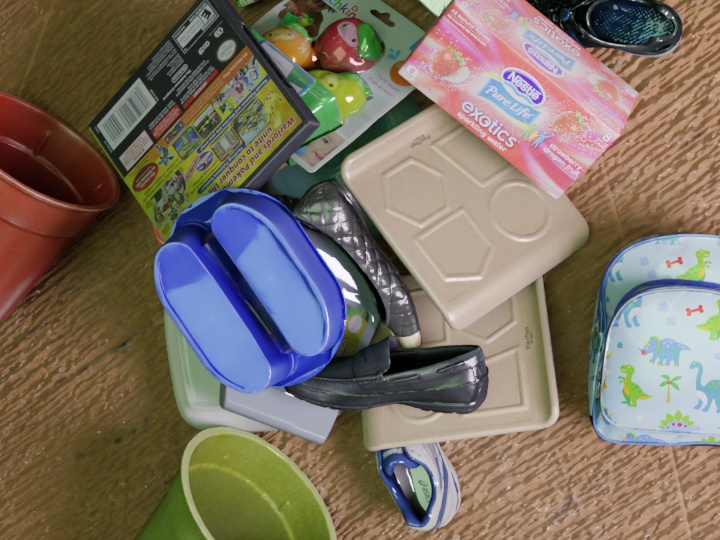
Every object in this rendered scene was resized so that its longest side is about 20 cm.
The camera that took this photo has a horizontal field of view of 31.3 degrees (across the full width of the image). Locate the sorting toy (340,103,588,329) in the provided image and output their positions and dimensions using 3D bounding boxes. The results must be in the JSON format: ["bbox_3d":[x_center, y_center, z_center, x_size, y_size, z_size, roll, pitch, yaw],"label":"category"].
[{"bbox_3d":[0.103,-0.065,1.275,0.185,0.036,0.200,-33,84,-21],"label":"sorting toy"}]

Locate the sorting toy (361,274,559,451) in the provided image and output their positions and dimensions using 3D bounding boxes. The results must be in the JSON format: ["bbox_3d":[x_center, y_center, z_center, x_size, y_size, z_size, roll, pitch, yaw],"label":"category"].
[{"bbox_3d":[0.095,0.084,1.298,0.200,0.036,0.185,-11,62,15],"label":"sorting toy"}]

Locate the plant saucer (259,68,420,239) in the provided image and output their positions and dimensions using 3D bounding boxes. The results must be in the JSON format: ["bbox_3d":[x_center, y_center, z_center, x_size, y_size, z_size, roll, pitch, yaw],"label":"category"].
[{"bbox_3d":[-0.028,-0.123,1.355,0.200,0.036,0.200,1,93,15],"label":"plant saucer"}]

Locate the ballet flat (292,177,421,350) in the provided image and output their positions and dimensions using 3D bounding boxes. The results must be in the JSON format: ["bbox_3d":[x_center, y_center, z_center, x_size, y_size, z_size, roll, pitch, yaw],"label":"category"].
[{"bbox_3d":[0.000,0.000,1.236,0.057,0.066,0.200,-37,114,-10],"label":"ballet flat"}]

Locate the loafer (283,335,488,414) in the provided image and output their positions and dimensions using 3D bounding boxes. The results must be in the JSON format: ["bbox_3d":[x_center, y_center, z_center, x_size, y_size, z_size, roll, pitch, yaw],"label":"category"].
[{"bbox_3d":[0.024,0.095,1.240,0.200,0.068,0.070,1,113,11],"label":"loafer"}]

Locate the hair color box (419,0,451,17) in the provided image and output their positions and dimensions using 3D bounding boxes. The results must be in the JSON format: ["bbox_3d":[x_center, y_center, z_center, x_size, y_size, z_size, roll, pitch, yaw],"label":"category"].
[{"bbox_3d":[0.056,-0.353,1.309,0.200,0.065,0.109,44,102,9],"label":"hair color box"}]

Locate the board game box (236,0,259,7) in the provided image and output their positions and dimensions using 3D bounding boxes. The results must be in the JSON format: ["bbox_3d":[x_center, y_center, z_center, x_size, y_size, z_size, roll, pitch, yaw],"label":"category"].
[{"bbox_3d":[-0.068,-0.351,1.317,0.200,0.023,0.105,-15,98,38],"label":"board game box"}]

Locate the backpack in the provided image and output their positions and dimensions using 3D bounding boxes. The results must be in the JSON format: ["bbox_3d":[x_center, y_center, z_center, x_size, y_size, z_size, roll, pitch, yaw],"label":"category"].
[{"bbox_3d":[0.306,0.064,1.211,0.183,0.147,0.200,1,90,13],"label":"backpack"}]

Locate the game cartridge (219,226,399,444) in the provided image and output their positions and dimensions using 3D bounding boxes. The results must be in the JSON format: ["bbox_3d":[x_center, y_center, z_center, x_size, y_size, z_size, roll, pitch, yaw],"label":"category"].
[{"bbox_3d":[-0.059,0.063,1.290,0.133,0.040,0.200,22,94,-14],"label":"game cartridge"}]

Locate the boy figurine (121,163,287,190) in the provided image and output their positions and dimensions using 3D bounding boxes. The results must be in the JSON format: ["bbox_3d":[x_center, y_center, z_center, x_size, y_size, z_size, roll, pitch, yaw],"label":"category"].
[{"bbox_3d":[-0.163,-0.129,1.354,0.200,0.064,0.125,-3,99,28],"label":"boy figurine"}]

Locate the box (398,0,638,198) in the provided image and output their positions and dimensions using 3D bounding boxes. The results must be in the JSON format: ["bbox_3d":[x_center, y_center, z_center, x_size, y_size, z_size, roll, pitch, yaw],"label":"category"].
[{"bbox_3d":[0.152,-0.180,1.230,0.200,0.095,0.103,39,129,-5],"label":"box"}]

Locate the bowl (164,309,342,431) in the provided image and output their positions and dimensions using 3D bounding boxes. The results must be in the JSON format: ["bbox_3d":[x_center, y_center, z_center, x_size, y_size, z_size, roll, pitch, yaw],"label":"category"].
[{"bbox_3d":[-0.120,0.077,1.369,0.199,0.075,0.200,-6,91,16],"label":"bowl"}]

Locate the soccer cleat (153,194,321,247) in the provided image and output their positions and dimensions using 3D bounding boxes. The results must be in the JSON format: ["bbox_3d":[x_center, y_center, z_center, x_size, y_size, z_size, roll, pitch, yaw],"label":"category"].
[{"bbox_3d":[-0.115,-0.037,1.333,0.200,0.068,0.073,8,138,-3],"label":"soccer cleat"}]

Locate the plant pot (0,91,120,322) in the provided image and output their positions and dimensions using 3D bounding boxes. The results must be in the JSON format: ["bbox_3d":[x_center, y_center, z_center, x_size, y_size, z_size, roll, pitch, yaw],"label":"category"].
[{"bbox_3d":[-0.398,-0.059,1.391,0.201,0.201,0.195,43,111,10],"label":"plant pot"}]

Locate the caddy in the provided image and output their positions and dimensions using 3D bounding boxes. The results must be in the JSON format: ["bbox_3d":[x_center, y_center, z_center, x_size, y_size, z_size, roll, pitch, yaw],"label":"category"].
[{"bbox_3d":[-0.101,0.019,1.200,0.141,0.105,0.200,-33,93,8],"label":"caddy"}]

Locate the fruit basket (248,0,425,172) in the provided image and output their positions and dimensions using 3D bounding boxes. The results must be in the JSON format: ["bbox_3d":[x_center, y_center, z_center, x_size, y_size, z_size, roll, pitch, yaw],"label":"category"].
[{"bbox_3d":[-0.040,-0.212,1.295,0.200,0.094,0.185,-43,66,-11],"label":"fruit basket"}]

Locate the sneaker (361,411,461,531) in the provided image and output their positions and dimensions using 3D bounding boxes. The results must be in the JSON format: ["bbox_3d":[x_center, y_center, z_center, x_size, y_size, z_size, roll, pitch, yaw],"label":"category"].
[{"bbox_3d":[0.044,0.171,1.319,0.075,0.088,0.200,-29,83,17],"label":"sneaker"}]

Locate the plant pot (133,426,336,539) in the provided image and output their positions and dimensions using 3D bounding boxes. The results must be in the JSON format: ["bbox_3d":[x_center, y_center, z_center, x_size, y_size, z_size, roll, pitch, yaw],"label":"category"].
[{"bbox_3d":[-0.161,0.298,1.345,0.190,0.200,0.200,-44,81,25],"label":"plant pot"}]

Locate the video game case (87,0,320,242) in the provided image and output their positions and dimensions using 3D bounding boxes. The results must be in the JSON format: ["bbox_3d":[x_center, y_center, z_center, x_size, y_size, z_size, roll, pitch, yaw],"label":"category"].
[{"bbox_3d":[-0.157,-0.141,1.255,0.200,0.025,0.181,-43,70,21],"label":"video game case"}]

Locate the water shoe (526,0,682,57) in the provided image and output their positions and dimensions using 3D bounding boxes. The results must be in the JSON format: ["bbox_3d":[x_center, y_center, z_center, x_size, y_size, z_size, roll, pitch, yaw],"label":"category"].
[{"bbox_3d":[0.215,-0.255,1.258,0.200,0.079,0.072,9,94,15],"label":"water shoe"}]
